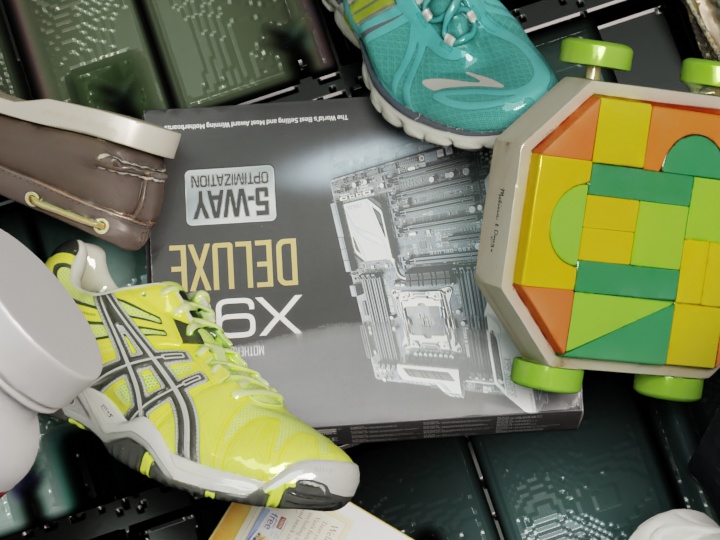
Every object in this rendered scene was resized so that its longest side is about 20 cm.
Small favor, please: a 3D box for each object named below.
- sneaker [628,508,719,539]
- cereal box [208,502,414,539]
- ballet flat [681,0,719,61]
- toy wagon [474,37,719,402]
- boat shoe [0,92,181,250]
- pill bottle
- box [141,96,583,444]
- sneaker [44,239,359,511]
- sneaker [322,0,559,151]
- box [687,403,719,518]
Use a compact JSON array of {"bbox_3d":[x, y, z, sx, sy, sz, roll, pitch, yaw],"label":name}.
[{"bbox_3d":[0.137,0.206,1.242,0.078,0.099,0.201,16,87,-33],"label":"sneaker"},{"bbox_3d":[0.004,0.194,1.304,0.199,0.040,0.144,31,76,8],"label":"cereal box"},{"bbox_3d":[0.174,-0.150,1.369,0.068,0.075,0.201,-23,76,-3],"label":"ballet flat"},{"bbox_3d":[0.143,-0.019,1.300,0.199,0.040,0.156,6,95,-31],"label":"toy wagon"},{"bbox_3d":[-0.178,-0.057,1.345,0.199,0.072,0.060,13,92,25],"label":"boat shoe"},{"bbox_3d":[-0.212,0.073,1.238,0.200,0.112,0.112,-39,77,11],"label":"pill bottle"},{"bbox_3d":[0.000,0.000,1.348,0.199,0.050,0.159,-3,76,1],"label":"box"},{"bbox_3d":[-0.082,0.047,1.265,0.199,0.075,0.077,24,95,29],"label":"sneaker"},{"bbox_3d":[0.025,-0.129,1.330,0.077,0.080,0.200,-24,52,-19],"label":"sneaker"},{"bbox_3d":[0.249,0.115,1.236,0.117,0.200,0.197,-34,78,-7],"label":"box"}]
